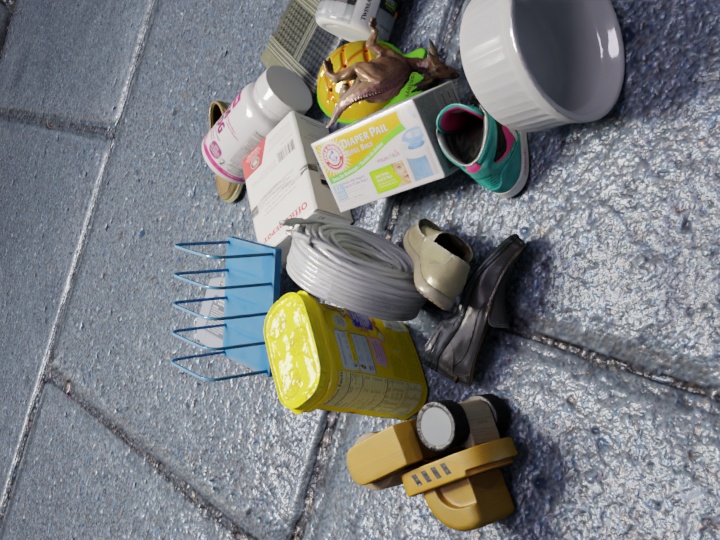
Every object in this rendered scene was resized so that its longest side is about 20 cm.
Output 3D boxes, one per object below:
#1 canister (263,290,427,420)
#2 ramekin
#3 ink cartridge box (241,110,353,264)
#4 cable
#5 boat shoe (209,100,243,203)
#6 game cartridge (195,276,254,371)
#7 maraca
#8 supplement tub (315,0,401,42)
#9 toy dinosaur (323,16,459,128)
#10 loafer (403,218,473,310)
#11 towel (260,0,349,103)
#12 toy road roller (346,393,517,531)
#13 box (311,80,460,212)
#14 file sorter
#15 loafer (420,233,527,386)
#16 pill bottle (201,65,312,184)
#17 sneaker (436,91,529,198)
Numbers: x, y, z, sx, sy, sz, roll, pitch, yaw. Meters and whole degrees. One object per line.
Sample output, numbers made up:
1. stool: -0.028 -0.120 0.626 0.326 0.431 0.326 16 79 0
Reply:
1. canister: -0.015 0.118 1.087 0.087 0.200 0.149 -40 52 31
2. ramekin: 0.209 -0.259 0.973 0.098 0.200 0.201 -11 70 52
3. ink cartridge box: -0.105 -0.129 1.346 0.147 0.083 0.201 -37 54 35
4. cable: 0.000 0.000 1.111 0.200 0.200 0.069 32 108 25
5. boat shoe: -0.257 -0.223 1.549 0.074 0.066 0.201 -24 61 40
6. game cartridge: -0.210 0.083 1.429 0.200 0.041 0.134 19 88 48
7. maraca: 0.019 -0.281 1.248 0.199 0.107 0.138 11 83 32
8. supplement tub: 0.015 -0.460 1.291 0.122 0.122 0.201 24 96 48
9. toy dinosaur: 0.038 -0.261 1.126 0.135 0.086 0.200 27 57 29
10. loafer: 0.105 -0.019 1.061 0.068 0.076 0.200 -47 20 18
11. towel: -0.086 -0.407 1.458 0.193 0.034 0.200 -58 46 21
12. toy road roller: 0.095 0.241 0.995 0.200 0.123 0.147 -32 68 36
13. box: 0.046 -0.168 1.153 0.200 0.101 0.113 -16 103 44
14. file sorter: -0.214 0.058 1.291 0.138 0.122 0.201 14 104 47
15. loafer: 0.156 0.050 1.036 0.072 0.073 0.200 34 103 17
16. pill bottle: -0.177 -0.249 1.428 0.200 0.113 0.114 -40 52 37
17. sneaker: 0.150 -0.200 1.067 0.083 0.120 0.201 -24 61 39
